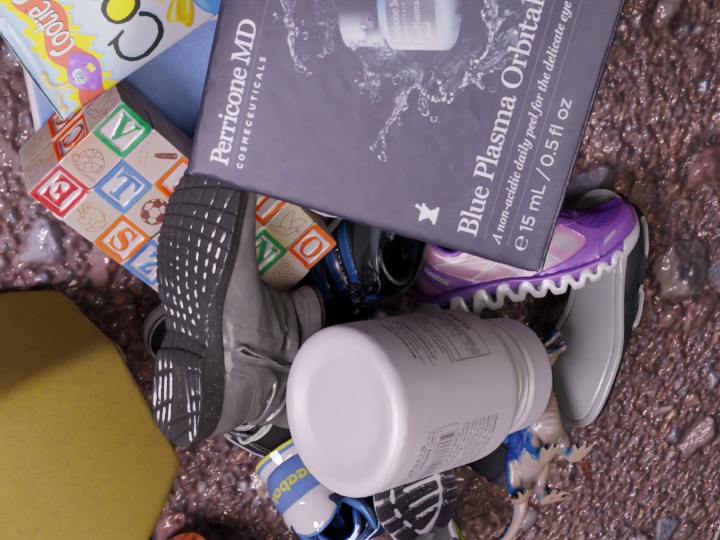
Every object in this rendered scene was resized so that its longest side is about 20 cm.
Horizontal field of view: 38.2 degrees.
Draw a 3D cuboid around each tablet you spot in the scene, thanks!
[{"bbox_3d":[-0.129,-0.113,0.735,0.196,0.014,0.133,-12,120,-17],"label":"tablet"}]

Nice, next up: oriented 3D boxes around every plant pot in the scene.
[{"bbox_3d":[-0.244,0.128,0.709,0.199,0.194,0.197,-36,125,-21],"label":"plant pot"}]

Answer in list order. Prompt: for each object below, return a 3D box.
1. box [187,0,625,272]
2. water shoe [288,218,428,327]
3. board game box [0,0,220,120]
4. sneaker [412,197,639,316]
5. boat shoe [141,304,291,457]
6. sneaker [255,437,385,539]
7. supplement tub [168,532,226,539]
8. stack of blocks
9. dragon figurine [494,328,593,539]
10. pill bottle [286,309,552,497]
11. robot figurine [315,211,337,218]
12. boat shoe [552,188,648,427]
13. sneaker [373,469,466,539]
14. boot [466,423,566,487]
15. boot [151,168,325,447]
[{"bbox_3d":[0.029,-0.129,0.559,0.196,0.118,0.200,15,106,1],"label":"box"},{"bbox_3d":[0.000,0.000,0.810,0.071,0.079,0.202,21,105,-30],"label":"water shoe"},{"bbox_3d":[-0.132,-0.199,0.627,0.198,0.105,0.104,-35,121,-6],"label":"board game box"},{"bbox_3d":[0.125,-0.025,0.841,0.196,0.081,0.090,-19,109,7],"label":"sneaker"},{"bbox_3d":[-0.097,0.105,0.824,0.072,0.071,0.200,-45,127,2],"label":"boat shoe"},{"bbox_3d":[-0.018,0.208,0.887,0.074,0.083,0.200,-41,145,6],"label":"sneaker"},{"bbox_3d":[-0.099,0.317,0.901,0.122,0.123,0.200,-43,123,2],"label":"supplement tub"},{"bbox_3d":[-0.122,-0.050,0.725,0.115,0.059,0.200,-42,131,7],"label":"stack of blocks"},{"bbox_3d":[0.137,0.142,0.879,0.058,0.100,0.203,-1,128,-22],"label":"dragon figurine"},{"bbox_3d":[0.051,0.088,0.760,0.198,0.114,0.116,-5,120,-47],"label":"pill bottle"},{"bbox_3d":[0.019,-0.122,0.692,0.199,0.125,0.151,-37,95,24],"label":"robot figurine"},{"bbox_3d":[0.212,0.035,0.897,0.060,0.075,0.204,11,90,-44],"label":"boat shoe"},{"bbox_3d":[0.046,0.192,0.890,0.072,0.082,0.202,-16,131,-4],"label":"sneaker"},{"bbox_3d":[0.095,0.096,0.917,0.198,0.066,0.167,27,101,-28],"label":"boot"},{"bbox_3d":[-0.075,0.019,0.721,0.129,0.067,0.204,-6,109,-51],"label":"boot"}]
